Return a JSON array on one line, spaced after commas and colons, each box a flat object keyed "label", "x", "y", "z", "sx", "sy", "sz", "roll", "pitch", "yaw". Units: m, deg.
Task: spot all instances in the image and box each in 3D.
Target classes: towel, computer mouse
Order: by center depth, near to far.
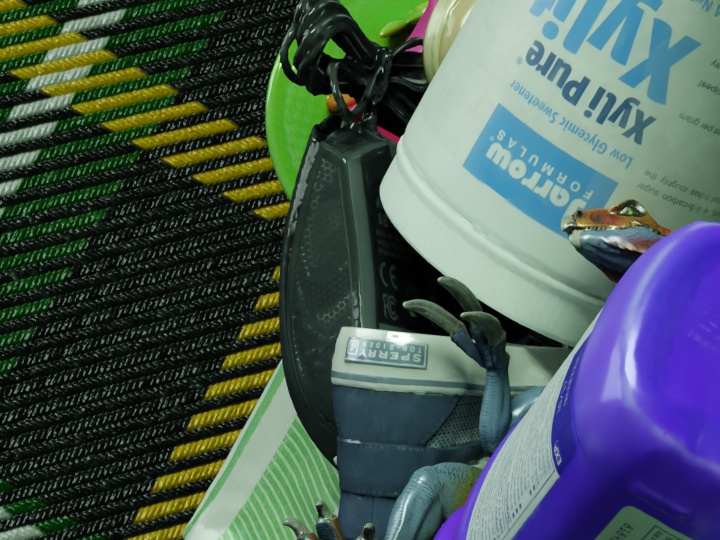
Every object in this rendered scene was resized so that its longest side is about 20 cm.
[{"label": "computer mouse", "x": 0.000, "y": 0.000, "z": 1.082, "sx": 0.138, "sy": 0.052, "sz": 0.201, "roll": 25, "pitch": -122, "yaw": -60}, {"label": "towel", "x": -0.013, "y": 0.128, "z": 1.133, "sx": 0.153, "sy": 0.023, "sz": 0.200, "roll": -60, "pitch": 36, "yaw": 28}]

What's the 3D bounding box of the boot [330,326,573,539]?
[{"label": "boot", "x": 0.041, "y": 0.071, "z": 1.017, "sx": 0.200, "sy": 0.072, "sz": 0.091, "roll": 8, "pitch": -92, "yaw": -61}]

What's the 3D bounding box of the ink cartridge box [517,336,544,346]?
[{"label": "ink cartridge box", "x": 0.022, "y": 0.081, "z": 1.286, "sx": 0.137, "sy": 0.076, "sz": 0.200, "roll": -61, "pitch": -10, "yaw": 21}]

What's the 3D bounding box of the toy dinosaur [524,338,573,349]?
[{"label": "toy dinosaur", "x": 0.059, "y": 0.087, "z": 1.175, "sx": 0.201, "sy": 0.047, "sz": 0.088, "roll": -61, "pitch": -14, "yaw": 6}]

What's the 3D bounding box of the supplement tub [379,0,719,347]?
[{"label": "supplement tub", "x": 0.107, "y": -0.083, "z": 1.013, "sx": 0.201, "sy": 0.132, "sz": 0.132, "roll": -61, "pitch": 1, "yaw": 18}]

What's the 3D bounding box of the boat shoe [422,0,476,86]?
[{"label": "boat shoe", "x": 0.116, "y": -0.117, "z": 1.114, "sx": 0.199, "sy": 0.064, "sz": 0.072, "roll": -28, "pitch": -55, "yaw": -24}]

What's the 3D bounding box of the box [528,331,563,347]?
[{"label": "box", "x": 0.138, "y": -0.066, "z": 1.295, "sx": 0.201, "sy": 0.051, "sz": 0.158, "roll": -61, "pitch": 1, "yaw": 13}]

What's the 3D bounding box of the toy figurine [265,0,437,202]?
[{"label": "toy figurine", "x": 0.071, "y": -0.093, "z": 1.304, "sx": 0.199, "sy": 0.151, "sz": 0.184, "roll": -29, "pitch": 6, "yaw": -17}]

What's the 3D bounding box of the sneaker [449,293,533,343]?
[{"label": "sneaker", "x": 0.084, "y": -0.033, "z": 1.167, "sx": 0.199, "sy": 0.060, "sz": 0.104, "roll": -25, "pitch": 31, "yaw": 28}]

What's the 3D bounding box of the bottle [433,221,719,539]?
[{"label": "bottle", "x": 0.064, "y": 0.068, "z": 0.736, "sx": 0.084, "sy": 0.065, "sz": 0.200, "roll": -60, "pitch": 0, "yaw": -36}]

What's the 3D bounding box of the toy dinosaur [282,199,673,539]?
[{"label": "toy dinosaur", "x": 0.056, "y": 0.063, "z": 0.929, "sx": 0.181, "sy": 0.105, "sz": 0.201, "roll": -36, "pitch": -27, "yaw": -43}]
